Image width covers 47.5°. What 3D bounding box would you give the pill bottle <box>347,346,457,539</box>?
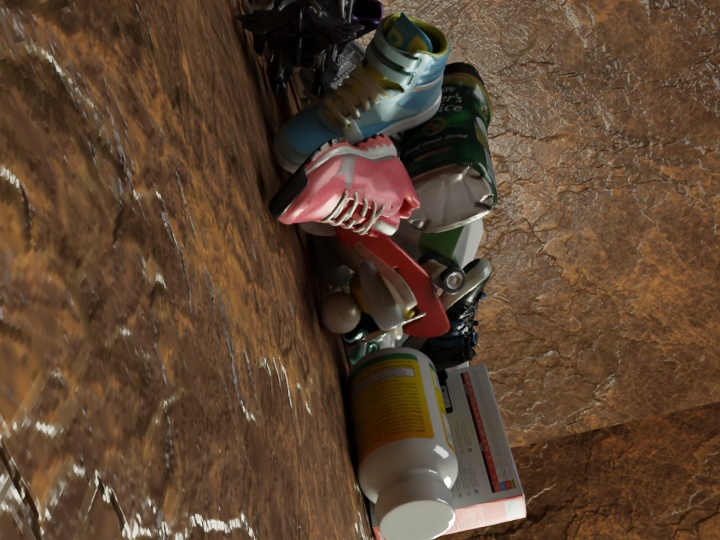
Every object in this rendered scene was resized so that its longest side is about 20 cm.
[{"bbox_3d":[0.048,0.194,0.921,0.202,0.111,0.114,-100,176,-47],"label":"pill bottle"}]

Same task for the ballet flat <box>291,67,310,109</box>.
[{"bbox_3d":[-0.064,-0.255,1.179,0.201,0.071,0.072,73,5,-51],"label":"ballet flat"}]

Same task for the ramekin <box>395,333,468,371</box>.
[{"bbox_3d":[0.079,0.161,1.234,0.200,0.103,0.204,-177,-90,-76],"label":"ramekin"}]

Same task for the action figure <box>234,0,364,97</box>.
[{"bbox_3d":[-0.059,-0.239,0.786,0.200,0.117,0.104,124,-36,-81],"label":"action figure"}]

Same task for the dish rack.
[{"bbox_3d":[0.003,-0.210,1.005,0.171,0.044,0.200,42,28,-7],"label":"dish rack"}]

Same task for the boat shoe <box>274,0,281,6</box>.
[{"bbox_3d":[-0.083,-0.292,0.982,0.200,0.072,0.066,33,49,-72],"label":"boat shoe"}]

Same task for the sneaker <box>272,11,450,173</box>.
[{"bbox_3d":[0.003,-0.177,0.780,0.080,0.199,0.131,49,-24,18],"label":"sneaker"}]

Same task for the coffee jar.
[{"bbox_3d":[0.092,-0.140,0.889,0.086,0.103,0.202,55,28,-37],"label":"coffee jar"}]

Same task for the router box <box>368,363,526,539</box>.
[{"bbox_3d":[0.091,0.220,1.003,0.201,0.177,0.049,-99,175,-48],"label":"router box"}]

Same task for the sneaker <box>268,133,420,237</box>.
[{"bbox_3d":[-0.001,-0.067,0.728,0.087,0.074,0.200,51,32,7],"label":"sneaker"}]

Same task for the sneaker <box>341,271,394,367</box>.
[{"bbox_3d":[0.007,0.071,1.131,0.140,0.076,0.203,-100,-174,-66],"label":"sneaker"}]

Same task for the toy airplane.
[{"bbox_3d":[0.000,0.000,0.872,0.198,0.142,0.200,39,-1,20],"label":"toy airplane"}]

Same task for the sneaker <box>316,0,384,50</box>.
[{"bbox_3d":[-0.048,-0.320,0.863,0.199,0.087,0.075,35,59,-43],"label":"sneaker"}]

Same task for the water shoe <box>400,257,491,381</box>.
[{"bbox_3d":[0.118,0.067,0.989,0.071,0.079,0.201,-43,170,-47],"label":"water shoe"}]

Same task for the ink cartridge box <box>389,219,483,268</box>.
[{"bbox_3d":[0.047,-0.068,1.025,0.089,0.198,0.145,-67,163,-9],"label":"ink cartridge box"}]
